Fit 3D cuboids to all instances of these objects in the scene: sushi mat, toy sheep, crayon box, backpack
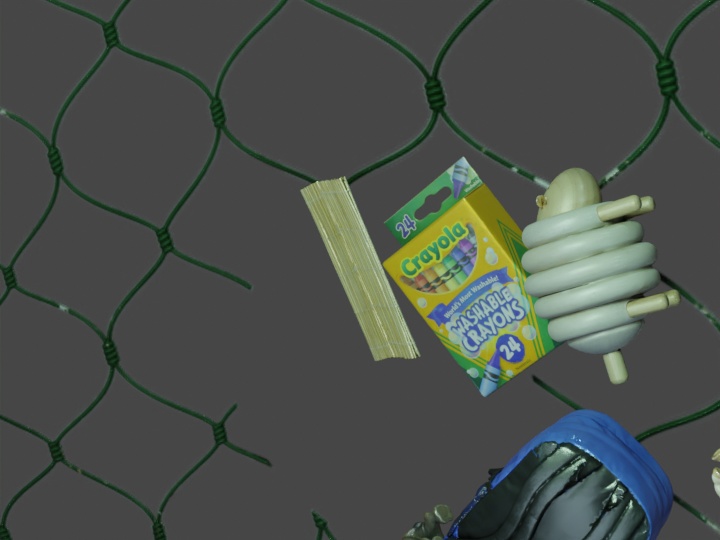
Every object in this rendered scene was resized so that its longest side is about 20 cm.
[{"bbox_3d":[0.000,0.000,1.759,0.096,0.012,0.201,-5,110,64],"label":"sushi mat"},{"bbox_3d":[0.214,0.005,1.586,0.137,0.138,0.201,-18,82,35],"label":"toy sheep"},{"bbox_3d":[0.111,0.008,1.696,0.126,0.052,0.200,-39,88,36],"label":"crayon box"},{"bbox_3d":[0.197,0.230,1.668,0.162,0.168,0.200,40,121,7],"label":"backpack"}]

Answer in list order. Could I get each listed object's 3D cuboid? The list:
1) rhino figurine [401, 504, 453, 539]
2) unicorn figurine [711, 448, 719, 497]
[{"bbox_3d":[0.114,0.344,1.833,0.200,0.060,0.087,52,140,0],"label":"rhino figurine"},{"bbox_3d":[0.390,0.202,1.595,0.137,0.074,0.200,42,120,-4],"label":"unicorn figurine"}]
